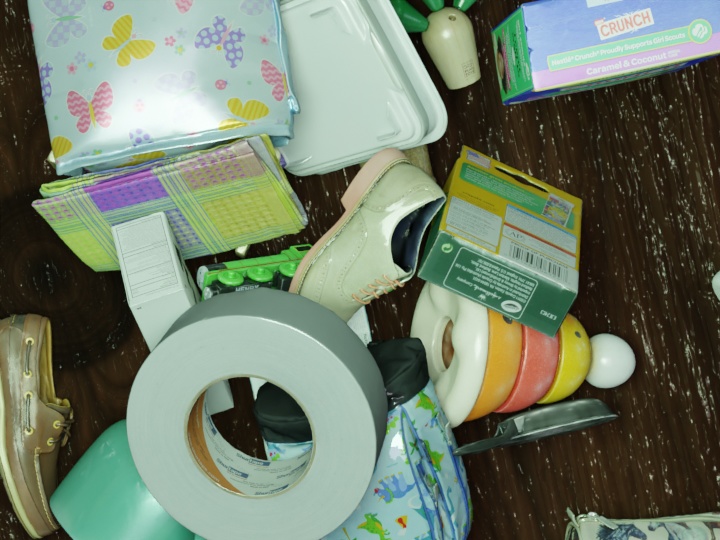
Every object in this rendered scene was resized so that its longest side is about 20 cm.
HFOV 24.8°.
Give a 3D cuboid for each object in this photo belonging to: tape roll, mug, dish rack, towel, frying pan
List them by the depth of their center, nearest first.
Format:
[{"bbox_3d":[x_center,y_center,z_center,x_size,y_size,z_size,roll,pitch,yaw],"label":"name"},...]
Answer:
[{"bbox_3d":[-0.080,0.118,1.291,0.199,0.066,0.202,3,109,9],"label":"tape roll"},{"bbox_3d":[-0.150,-0.051,1.345,0.199,0.144,0.023,-13,60,10],"label":"towel"},{"bbox_3d":[-0.036,-0.160,1.388,0.044,0.199,0.172,-43,111,-40],"label":"dish rack"},{"bbox_3d":[-0.163,0.209,1.411,0.185,0.152,0.115,39,90,24],"label":"mug"},{"bbox_3d":[0.137,0.140,1.433,0.189,0.115,0.031,-7,78,-26],"label":"frying pan"}]

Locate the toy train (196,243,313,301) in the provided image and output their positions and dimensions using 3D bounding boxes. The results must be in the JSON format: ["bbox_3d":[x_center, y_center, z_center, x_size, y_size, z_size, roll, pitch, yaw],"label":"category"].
[{"bbox_3d":[-0.054,0.002,1.424,0.199,0.056,0.042,-7,122,-33],"label":"toy train"}]

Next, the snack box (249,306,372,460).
[{"bbox_3d":[-0.033,0.131,1.478,0.115,0.037,0.201,-12,92,-2],"label":"snack box"}]

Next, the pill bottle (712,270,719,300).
[{"bbox_3d":[0.421,-0.015,1.452,0.200,0.113,0.113,-41,93,-1],"label":"pill bottle"}]

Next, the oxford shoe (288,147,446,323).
[{"bbox_3d":[0.000,0.000,1.364,0.074,0.071,0.201,37,108,30],"label":"oxford shoe"}]

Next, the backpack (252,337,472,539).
[{"bbox_3d":[0.014,0.182,1.393,0.162,0.154,0.201,-16,121,18],"label":"backpack"}]

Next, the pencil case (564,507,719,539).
[{"bbox_3d":[0.282,0.253,1.472,0.198,0.078,0.090,-5,111,-1],"label":"pencil case"}]

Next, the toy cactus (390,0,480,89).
[{"bbox_3d":[0.070,-0.239,1.405,0.200,0.102,0.166,-34,111,-32],"label":"toy cactus"}]

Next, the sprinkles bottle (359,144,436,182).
[{"bbox_3d":[0.017,-0.164,1.455,0.068,0.068,0.201,-12,92,-2],"label":"sprinkles bottle"}]

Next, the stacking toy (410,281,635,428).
[{"bbox_3d":[0.153,0.071,1.457,0.199,0.146,0.147,5,92,-21],"label":"stacking toy"}]

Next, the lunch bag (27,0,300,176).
[{"bbox_3d":[-0.156,-0.169,1.347,0.199,0.127,0.171,-12,87,6],"label":"lunch bag"}]

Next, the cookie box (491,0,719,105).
[{"bbox_3d":[0.208,-0.196,1.395,0.170,0.200,0.076,-11,92,-1],"label":"cookie box"}]

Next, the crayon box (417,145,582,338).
[{"bbox_3d":[0.125,-0.028,1.416,0.125,0.200,0.052,25,116,-2],"label":"crayon box"}]

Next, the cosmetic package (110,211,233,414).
[{"bbox_3d":[-0.156,0.043,1.386,0.050,0.200,0.083,-16,57,-1],"label":"cosmetic package"}]

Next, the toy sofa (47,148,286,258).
[{"bbox_3d":[-0.167,-0.095,1.444,0.199,0.083,0.098,25,85,-3],"label":"toy sofa"}]

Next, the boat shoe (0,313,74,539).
[{"bbox_3d":[-0.288,0.136,1.452,0.067,0.072,0.201,-11,90,0],"label":"boat shoe"}]
